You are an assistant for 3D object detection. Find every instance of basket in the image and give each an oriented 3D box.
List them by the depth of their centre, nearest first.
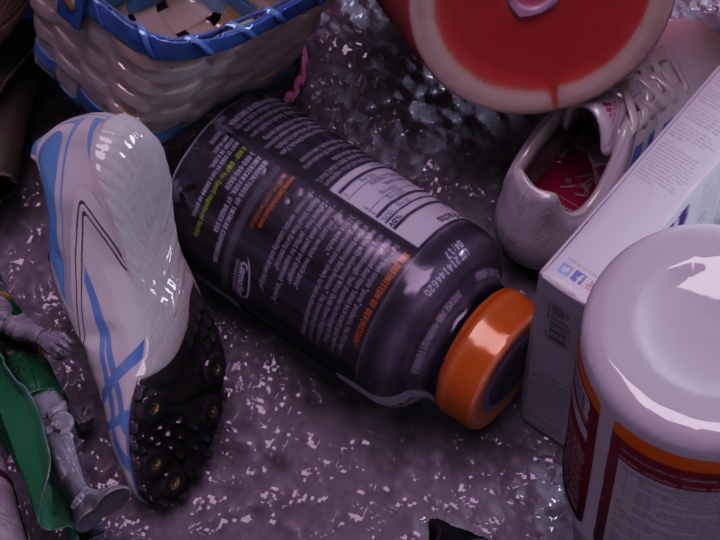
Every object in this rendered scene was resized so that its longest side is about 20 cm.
[{"bbox_3d":[-0.087,-0.170,0.945,0.139,0.201,0.176,44,47,17],"label":"basket"}]

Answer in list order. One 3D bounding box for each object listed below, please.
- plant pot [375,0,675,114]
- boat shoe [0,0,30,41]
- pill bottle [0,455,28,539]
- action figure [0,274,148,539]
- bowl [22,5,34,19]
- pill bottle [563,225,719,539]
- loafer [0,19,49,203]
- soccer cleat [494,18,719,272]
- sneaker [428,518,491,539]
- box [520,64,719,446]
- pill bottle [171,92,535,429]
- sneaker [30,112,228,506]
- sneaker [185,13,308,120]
[{"bbox_3d":[0.079,-0.190,1.006,0.199,0.202,0.178,-8,37,-3],"label":"plant pot"},{"bbox_3d":[-0.193,-0.217,0.969,0.064,0.072,0.202,10,91,19],"label":"boat shoe"},{"bbox_3d":[-0.209,0.145,0.887,0.109,0.110,0.201,-17,59,-9],"label":"pill bottle"},{"bbox_3d":[-0.165,0.064,0.948,0.054,0.119,0.200,-24,49,-14],"label":"action figure"},{"bbox_3d":[-0.203,-0.195,1.088,0.199,0.040,0.201,9,26,-4],"label":"bowl"},{"bbox_3d":[0.149,0.077,0.855,0.109,0.201,0.110,-1,58,2],"label":"pill bottle"},{"bbox_3d":[-0.217,-0.063,1.048,0.069,0.075,0.201,30,63,3],"label":"loafer"},{"bbox_3d":[0.146,-0.082,1.032,0.070,0.087,0.200,32,64,20],"label":"soccer cleat"},{"bbox_3d":[-0.002,0.197,0.876,0.080,0.072,0.200,37,61,27],"label":"sneaker"},{"bbox_3d":[0.155,-0.020,0.959,0.036,0.145,0.200,35,64,20],"label":"box"},{"bbox_3d":[0.000,0.000,0.974,0.199,0.107,0.106,34,65,21],"label":"pill bottle"},{"bbox_3d":[-0.119,0.020,0.951,0.072,0.202,0.072,-3,11,43],"label":"sneaker"},{"bbox_3d":[-0.057,-0.179,1.096,0.078,0.096,0.201,11,60,7],"label":"sneaker"}]
